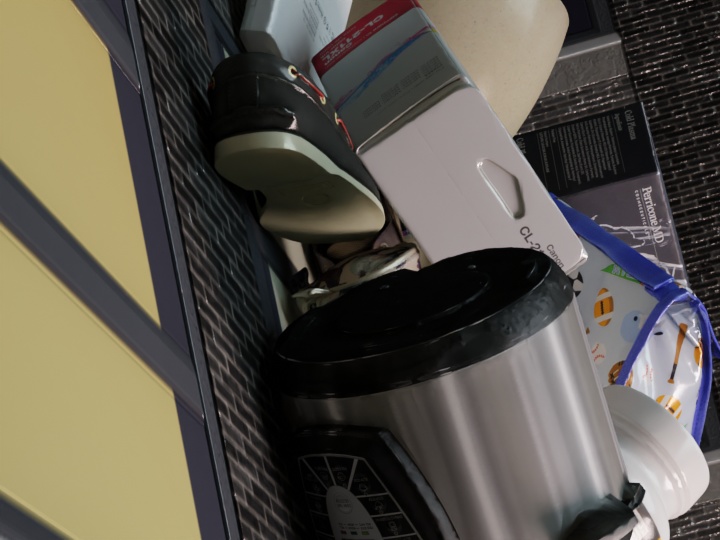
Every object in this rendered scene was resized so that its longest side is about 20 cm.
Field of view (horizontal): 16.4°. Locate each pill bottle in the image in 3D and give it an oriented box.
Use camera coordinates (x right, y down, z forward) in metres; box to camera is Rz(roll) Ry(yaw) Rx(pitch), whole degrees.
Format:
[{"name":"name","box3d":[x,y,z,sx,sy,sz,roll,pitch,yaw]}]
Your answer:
[{"name":"pill bottle","box3d":[0.124,0.172,1.587,0.116,0.200,0.117,39,-24,21]}]

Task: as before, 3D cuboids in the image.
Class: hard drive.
[{"name":"hard drive","box3d":[-0.030,-0.209,1.642,0.132,0.026,0.201,63,36,-60]}]

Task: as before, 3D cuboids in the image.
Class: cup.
[{"name":"cup","box3d":[0.043,-0.137,1.838,0.200,0.199,0.144,58,42,-67]}]

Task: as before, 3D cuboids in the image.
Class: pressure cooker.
[{"name":"pressure cooker","box3d":[0.058,0.106,1.358,0.176,0.177,0.201,-91,164,-74]}]

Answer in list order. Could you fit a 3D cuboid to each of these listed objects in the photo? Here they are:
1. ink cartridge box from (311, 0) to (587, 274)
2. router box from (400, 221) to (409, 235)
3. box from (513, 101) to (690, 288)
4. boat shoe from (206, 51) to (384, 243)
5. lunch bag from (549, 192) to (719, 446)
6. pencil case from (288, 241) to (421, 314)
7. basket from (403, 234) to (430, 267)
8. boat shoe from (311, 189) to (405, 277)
[{"name":"ink cartridge box","box3d":[0.051,-0.072,1.548,0.146,0.083,0.200,54,5,-21]},{"name":"router box","box3d":[0.038,0.007,1.923,0.200,0.051,0.150,-83,158,-68]},{"name":"box","box3d":[0.162,-0.006,1.967,0.104,0.181,0.201,-96,168,-54]},{"name":"boat shoe","box3d":[-0.033,-0.064,1.413,0.201,0.073,0.064,48,36,-66]},{"name":"lunch bag","box3d":[0.172,0.063,1.833,0.170,0.123,0.201,37,-47,43]},{"name":"pencil case","box3d":[0.018,0.089,1.491,0.078,0.089,0.201,-1,-73,59]},{"name":"basket","box3d":[0.068,0.065,1.731,0.123,0.135,0.201,23,53,-76]},{"name":"boat shoe","box3d":[0.000,0.000,1.619,0.073,0.074,0.201,38,27,-62]}]
